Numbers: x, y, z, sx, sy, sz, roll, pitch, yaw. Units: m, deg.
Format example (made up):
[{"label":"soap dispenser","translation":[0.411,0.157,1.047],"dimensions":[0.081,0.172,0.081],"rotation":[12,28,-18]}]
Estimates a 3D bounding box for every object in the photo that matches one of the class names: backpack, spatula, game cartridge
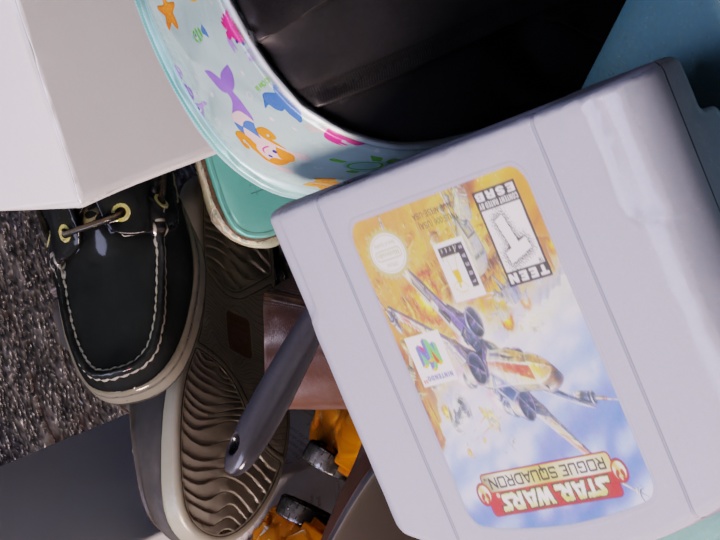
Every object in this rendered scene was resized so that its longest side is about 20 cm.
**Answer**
[{"label":"backpack","translation":[0.016,-0.117,0.856],"dimensions":[0.150,0.200,0.178],"rotation":[-24,89,59]},{"label":"spatula","translation":[0.000,0.000,1.014],"dimensions":[0.021,0.200,0.057],"rotation":[35,180,-26]},{"label":"game cartridge","translation":[0.053,0.021,0.745],"dimensions":[0.200,0.041,0.133],"rotation":[-19,91,56]}]

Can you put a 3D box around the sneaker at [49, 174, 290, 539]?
[{"label":"sneaker","translation":[-0.096,0.057,1.173],"dimensions":[0.106,0.075,0.200],"rotation":[-27,44,32]}]

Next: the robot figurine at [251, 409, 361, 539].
[{"label":"robot figurine","translation":[0.018,0.115,1.075],"dimensions":[0.145,0.058,0.200],"rotation":[-64,27,0]}]

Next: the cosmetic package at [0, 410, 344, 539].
[{"label":"cosmetic package","translation":[-0.099,0.128,1.194],"dimensions":[0.113,0.200,0.081],"rotation":[28,131,48]}]

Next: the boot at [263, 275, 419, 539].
[{"label":"boot","translation":[-0.004,0.061,1.031],"dimensions":[0.064,0.187,0.200],"rotation":[47,160,-26]}]

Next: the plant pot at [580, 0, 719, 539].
[{"label":"plant pot","translation":[0.141,-0.007,0.764],"dimensions":[0.141,0.141,0.200],"rotation":[54,139,22]}]

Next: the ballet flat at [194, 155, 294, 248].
[{"label":"ballet flat","translation":[-0.070,-0.107,1.136],"dimensions":[0.062,0.067,0.201],"rotation":[-116,15,-74]}]

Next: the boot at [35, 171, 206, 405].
[{"label":"boot","translation":[-0.135,-0.055,1.085],"dimensions":[0.154,0.073,0.204],"rotation":[49,-150,-54]}]

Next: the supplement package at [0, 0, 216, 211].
[{"label":"supplement package","translation":[-0.073,-0.109,1.000],"dimensions":[0.117,0.200,0.117],"rotation":[-1,108,57]}]
